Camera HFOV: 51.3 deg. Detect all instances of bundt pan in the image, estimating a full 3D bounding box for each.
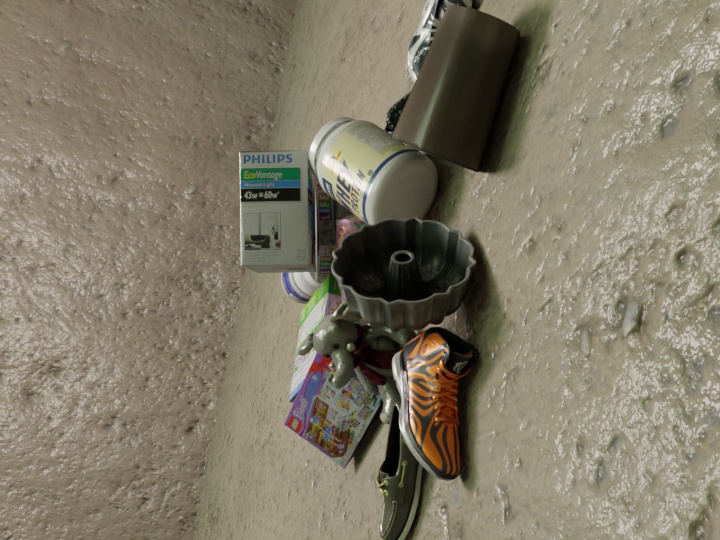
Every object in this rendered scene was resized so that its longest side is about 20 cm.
[{"bbox_3d":[0.060,0.012,1.042,0.203,0.199,0.076,-100,5,-54],"label":"bundt pan"}]

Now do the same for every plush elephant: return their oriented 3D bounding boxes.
[{"bbox_3d":[-0.002,0.118,1.130,0.165,0.153,0.202,-56,44,47],"label":"plush elephant"}]

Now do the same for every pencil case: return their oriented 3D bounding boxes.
[{"bbox_3d":[0.000,0.000,1.330,0.087,0.086,0.203,-142,49,-72],"label":"pencil case"}]

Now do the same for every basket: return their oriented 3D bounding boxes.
[{"bbox_3d":[0.141,-0.260,1.075,0.180,0.135,0.202,-117,46,-74],"label":"basket"}]

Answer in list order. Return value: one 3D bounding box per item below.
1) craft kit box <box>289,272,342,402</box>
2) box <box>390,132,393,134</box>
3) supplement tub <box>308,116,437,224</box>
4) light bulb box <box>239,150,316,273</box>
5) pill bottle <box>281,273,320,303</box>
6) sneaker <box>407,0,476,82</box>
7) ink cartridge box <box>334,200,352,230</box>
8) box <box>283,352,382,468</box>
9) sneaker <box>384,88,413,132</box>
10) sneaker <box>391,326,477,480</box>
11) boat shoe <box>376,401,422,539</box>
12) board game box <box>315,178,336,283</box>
[{"bbox_3d":[-0.082,0.135,1.446,0.200,0.048,0.200,130,148,-58],"label":"craft kit box"},{"bbox_3d":[0.068,-0.179,1.419,0.121,0.032,0.202,123,155,-51],"label":"box"},{"bbox_3d":[0.017,-0.163,1.260,0.200,0.144,0.146,39,118,39],"label":"supplement tub"},{"bbox_3d":[-0.148,-0.102,1.378,0.198,0.123,0.203,90,179,-87],"label":"light bulb box"},{"bbox_3d":[-0.103,0.006,1.700,0.200,0.118,0.121,153,128,-69],"label":"pill bottle"},{"bbox_3d":[0.140,-0.416,1.278,0.130,0.079,0.201,127,163,-72],"label":"sneaker"},{"bbox_3d":[-0.008,-0.134,1.464,0.200,0.083,0.146,124,149,-77],"label":"ink cartridge box"},{"bbox_3d":[-0.041,0.232,1.292,0.039,0.136,0.201,-41,-19,-53],"label":"box"},{"bbox_3d":[0.115,-0.278,1.267,0.199,0.104,0.060,-31,80,25],"label":"sneaker"},{"bbox_3d":[0.104,0.157,0.961,0.112,0.077,0.201,-47,44,34],"label":"sneaker"},{"bbox_3d":[0.054,0.283,1.056,0.072,0.060,0.204,-161,84,-74],"label":"boat shoe"},{"bbox_3d":[-0.073,-0.096,1.493,0.135,0.034,0.202,99,168,-57],"label":"board game box"}]
